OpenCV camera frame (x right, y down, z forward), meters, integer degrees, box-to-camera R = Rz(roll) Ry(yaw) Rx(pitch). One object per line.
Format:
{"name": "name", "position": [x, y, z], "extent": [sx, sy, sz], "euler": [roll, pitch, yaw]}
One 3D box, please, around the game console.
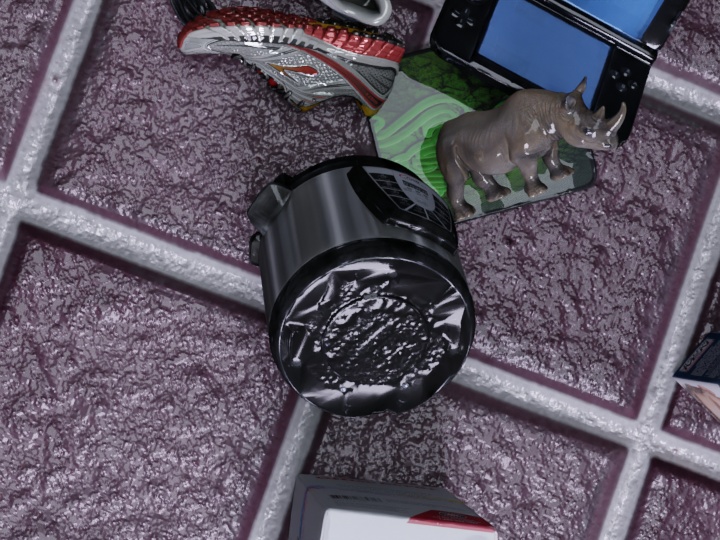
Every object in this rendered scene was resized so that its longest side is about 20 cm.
{"name": "game console", "position": [0.186, -0.238, 1.409], "extent": [0.199, 0.117, 0.177], "euler": [27, 55, -5]}

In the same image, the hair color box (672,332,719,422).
{"name": "hair color box", "position": [0.358, 0.110, 1.398], "extent": [0.100, 0.200, 0.061], "euler": [43, 84, -6]}

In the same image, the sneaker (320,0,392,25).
{"name": "sneaker", "position": [-0.042, -0.279, 1.362], "extent": [0.199, 0.087, 0.075], "euler": [35, 100, -27]}

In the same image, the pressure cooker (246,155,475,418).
{"name": "pressure cooker", "position": [-0.002, 0.002, 1.348], "extent": [0.177, 0.201, 0.177], "euler": [-13, 123, 1]}

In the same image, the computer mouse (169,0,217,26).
{"name": "computer mouse", "position": [-0.109, -0.318, 1.397], "extent": [0.199, 0.046, 0.141], "euler": [-39, 117, 0]}

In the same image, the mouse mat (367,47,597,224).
{"name": "mouse mat", "position": [0.108, -0.131, 1.460], "extent": [0.198, 0.008, 0.163], "euler": [-15, 92, -8]}

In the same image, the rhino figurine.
{"name": "rhino figurine", "position": [0.145, -0.112, 1.385], "extent": [0.060, 0.199, 0.088], "euler": [-37, 105, -48]}

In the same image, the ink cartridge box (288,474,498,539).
{"name": "ink cartridge box", "position": [0.017, 0.260, 1.344], "extent": [0.144, 0.200, 0.146], "euler": [7, 91, -8]}

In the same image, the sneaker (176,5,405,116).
{"name": "sneaker", "position": [-0.062, -0.179, 1.392], "extent": [0.198, 0.078, 0.083], "euler": [9, 106, -12]}
